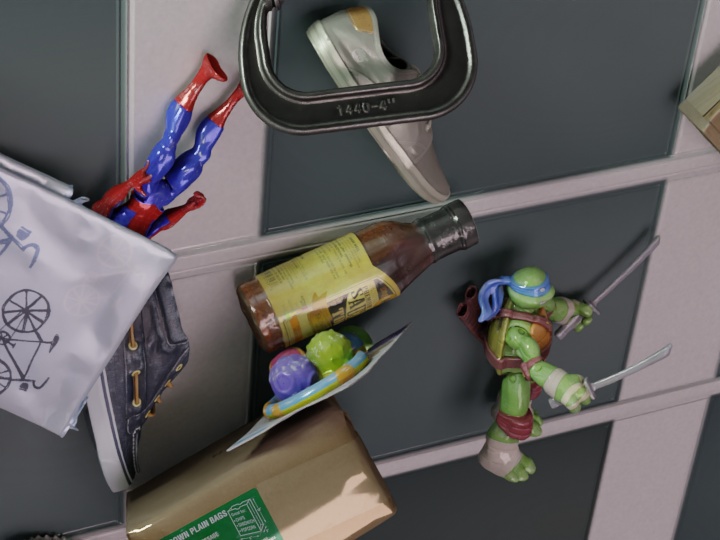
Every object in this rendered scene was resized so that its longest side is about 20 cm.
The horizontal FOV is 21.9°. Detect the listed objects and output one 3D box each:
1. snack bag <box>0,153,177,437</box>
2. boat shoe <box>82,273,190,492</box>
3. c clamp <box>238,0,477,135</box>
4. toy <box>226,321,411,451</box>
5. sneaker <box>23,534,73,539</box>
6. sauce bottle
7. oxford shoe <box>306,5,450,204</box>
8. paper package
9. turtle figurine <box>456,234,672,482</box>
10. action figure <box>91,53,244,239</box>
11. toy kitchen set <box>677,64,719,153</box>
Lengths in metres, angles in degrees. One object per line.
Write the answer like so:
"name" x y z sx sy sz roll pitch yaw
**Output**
"snack bag" -0.257 0.013 1.369 0.200 0.021 0.189 26 110 -22
"boat shoe" -0.177 0.090 1.477 0.091 0.071 0.201 -15 130 -13
"c clamp" 0.003 -0.184 1.342 0.199 0.027 0.171 -14 87 -10
"toy" -0.037 0.077 1.496 0.115 0.047 0.200 -30 180 20
"sneaker" -0.240 0.300 1.618 0.100 0.070 0.200 -47 133 16
"sauce bottle" 0.000 0.000 1.509 0.199 0.066 0.066 -25 134 -8
"oxford shoe" 0.028 -0.124 1.418 0.058 0.075 0.200 -33 130 3
"paper package" -0.084 0.190 1.525 0.200 0.191 0.104 -29 95 -4
"turtle figurine" 0.180 0.088 1.632 0.199 0.144 0.194 -5 132 -22
"action figure" -0.149 -0.065 1.386 0.065 0.052 0.200 20 116 -43
"toy kitchen set" 0.414 -0.106 1.575 0.163 0.181 0.200 -45 138 9
